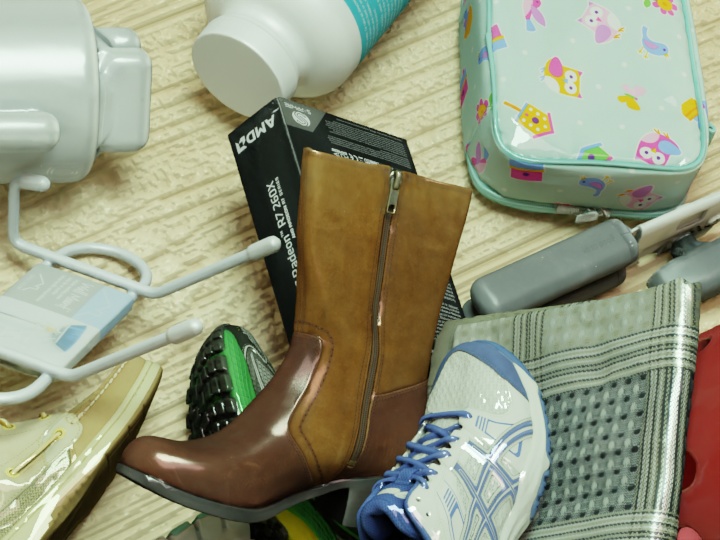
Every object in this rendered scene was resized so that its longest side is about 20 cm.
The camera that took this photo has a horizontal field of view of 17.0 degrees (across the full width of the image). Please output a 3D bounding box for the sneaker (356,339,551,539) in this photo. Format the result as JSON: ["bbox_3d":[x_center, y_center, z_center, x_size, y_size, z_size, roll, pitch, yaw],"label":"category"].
[{"bbox_3d":[0.044,0.119,1.269,0.088,0.075,0.201,30,55,-37],"label":"sneaker"}]

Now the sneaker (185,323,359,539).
[{"bbox_3d":[-0.037,0.120,1.402,0.085,0.078,0.200,-20,75,-31],"label":"sneaker"}]

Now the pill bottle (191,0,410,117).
[{"bbox_3d":[-0.026,-0.188,1.560,0.111,0.111,0.200,32,57,6],"label":"pill bottle"}]

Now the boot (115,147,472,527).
[{"bbox_3d":[-0.033,0.035,1.300,0.188,0.068,0.201,7,94,-24],"label":"boot"}]

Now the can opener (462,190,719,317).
[{"bbox_3d":[0.161,0.006,1.525,0.200,0.053,0.067,-24,67,-24],"label":"can opener"}]

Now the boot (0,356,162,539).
[{"bbox_3d":[-0.220,0.093,1.368,0.155,0.073,0.200,33,60,8],"label":"boot"}]

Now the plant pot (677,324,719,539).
[{"bbox_3d":[0.202,0.137,1.352,0.200,0.182,0.201,31,47,-40],"label":"plant pot"}]

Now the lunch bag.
[{"bbox_3d":[0.148,-0.125,1.586,0.160,0.077,0.201,5,58,-12],"label":"lunch bag"}]

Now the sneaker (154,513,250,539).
[{"bbox_3d":[-0.125,0.210,1.320,0.200,0.078,0.091,-30,79,-22],"label":"sneaker"}]

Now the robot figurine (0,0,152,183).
[{"bbox_3d":[-0.228,-0.108,1.459,0.199,0.113,0.170,-1,20,-15],"label":"robot figurine"}]

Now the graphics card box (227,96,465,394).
[{"bbox_3d":[0.000,0.000,1.456,0.125,0.051,0.200,13,51,-47],"label":"graphics card box"}]

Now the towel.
[{"bbox_3d":[0.095,0.103,1.311,0.034,0.200,0.193,25,65,-37],"label":"towel"}]

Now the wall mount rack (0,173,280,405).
[{"bbox_3d":[-0.150,0.011,1.379,0.173,0.075,0.200,17,30,13],"label":"wall mount rack"}]
